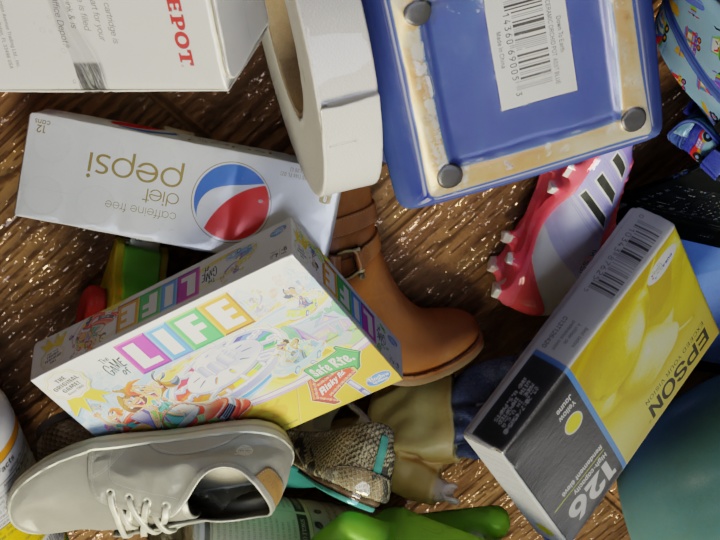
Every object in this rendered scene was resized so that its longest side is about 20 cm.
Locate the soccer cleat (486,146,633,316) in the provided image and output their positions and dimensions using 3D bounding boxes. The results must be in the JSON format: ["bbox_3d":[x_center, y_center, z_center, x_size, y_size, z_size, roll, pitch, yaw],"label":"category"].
[{"bbox_3d":[0.155,-0.046,1.114,0.076,0.067,0.201,13,129,-16],"label":"soccer cleat"}]

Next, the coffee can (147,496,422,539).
[{"bbox_3d":[-0.052,0.242,1.199,0.199,0.147,0.147,12,117,-20],"label":"coffee can"}]

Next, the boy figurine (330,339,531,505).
[{"bbox_3d":[0.049,0.121,1.172,0.199,0.125,0.064,-23,139,20],"label":"boy figurine"}]

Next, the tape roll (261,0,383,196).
[{"bbox_3d":[-0.031,-0.144,0.926,0.037,0.203,0.204,-14,123,-9],"label":"tape roll"}]

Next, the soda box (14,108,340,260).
[{"bbox_3d":[-0.114,-0.052,1.022,0.199,0.064,0.069,11,97,-3],"label":"soda box"}]

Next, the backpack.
[{"bbox_3d":[0.272,-0.136,1.034,0.182,0.200,0.135,-30,158,-45],"label":"backpack"}]

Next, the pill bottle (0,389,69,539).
[{"bbox_3d":[-0.281,0.143,1.104,0.110,0.111,0.201,-17,123,-3],"label":"pill bottle"}]

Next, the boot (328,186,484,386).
[{"bbox_3d":[0.000,0.000,1.122,0.199,0.077,0.156,-5,105,-20],"label":"boot"}]

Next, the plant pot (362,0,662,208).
[{"bbox_3d":[0.076,-0.162,0.970,0.199,0.180,0.201,-16,123,-3],"label":"plant pot"}]

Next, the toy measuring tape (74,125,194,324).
[{"bbox_3d":[-0.147,0.004,1.079,0.073,0.074,0.201,12,117,-20],"label":"toy measuring tape"}]

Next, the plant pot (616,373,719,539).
[{"bbox_3d":[0.291,0.173,1.220,0.160,0.201,0.201,-22,125,20],"label":"plant pot"}]

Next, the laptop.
[{"bbox_3d":[0.266,0.005,1.160,0.176,0.200,0.104,11,78,-20],"label":"laptop"}]

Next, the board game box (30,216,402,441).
[{"bbox_3d":[-0.091,0.058,1.028,0.199,0.034,0.135,-25,130,20],"label":"board game box"}]

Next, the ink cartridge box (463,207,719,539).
[{"bbox_3d":[0.175,0.090,1.121,0.198,0.047,0.200,-53,138,-13],"label":"ink cartridge box"}]

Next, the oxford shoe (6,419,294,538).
[{"bbox_3d":[-0.140,0.146,1.047,0.199,0.058,0.075,-11,136,9],"label":"oxford shoe"}]

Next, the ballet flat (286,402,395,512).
[{"bbox_3d":[-0.031,0.122,1.126,0.068,0.200,0.076,25,77,-26],"label":"ballet flat"}]

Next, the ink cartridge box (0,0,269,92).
[{"bbox_3d":[-0.164,-0.184,0.910,0.199,0.083,0.148,2,124,17],"label":"ink cartridge box"}]

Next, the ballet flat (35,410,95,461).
[{"bbox_3d":[-0.130,0.107,1.136,0.199,0.047,0.068,-14,151,-17],"label":"ballet flat"}]

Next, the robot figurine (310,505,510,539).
[{"bbox_3d":[0.057,0.236,1.098,0.199,0.176,0.116,23,142,-14],"label":"robot figurine"}]
